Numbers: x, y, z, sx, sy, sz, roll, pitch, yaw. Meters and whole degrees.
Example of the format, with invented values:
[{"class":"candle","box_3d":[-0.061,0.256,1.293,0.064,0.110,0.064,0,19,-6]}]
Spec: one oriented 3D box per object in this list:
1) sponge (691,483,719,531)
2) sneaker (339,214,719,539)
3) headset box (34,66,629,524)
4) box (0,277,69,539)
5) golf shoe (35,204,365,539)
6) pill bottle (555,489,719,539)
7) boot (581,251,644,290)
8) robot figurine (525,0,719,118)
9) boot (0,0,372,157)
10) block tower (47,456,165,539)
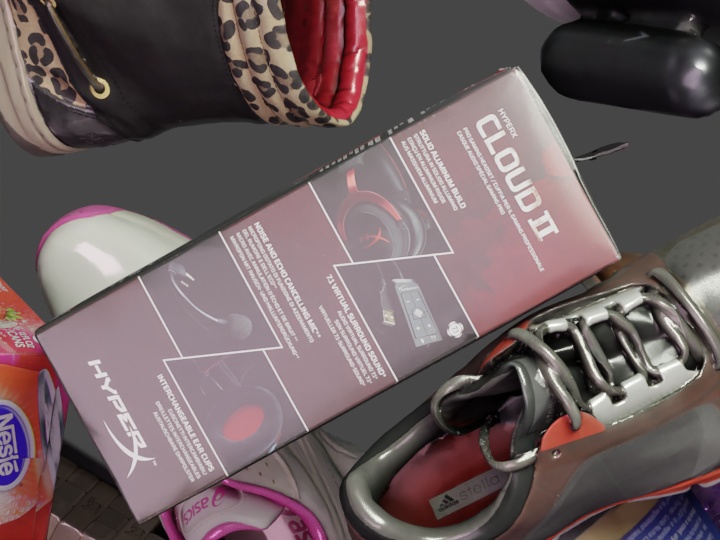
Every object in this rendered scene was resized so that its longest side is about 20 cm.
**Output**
[{"class":"sponge","box_3d":[0.197,0.074,1.040,0.199,0.030,0.112,5,103,12]},{"class":"sneaker","box_3d":[0.079,0.041,0.907,0.200,0.082,0.077,-37,69,4]},{"class":"headset box","box_3d":[0.000,0.000,0.954,0.200,0.149,0.075,-29,92,1]},{"class":"box","box_3d":[-0.187,0.040,1.027,0.099,0.200,0.096,2,107,-27]},{"class":"golf shoe","box_3d":[-0.057,0.061,1.065,0.075,0.092,0.200,-40,90,21]},{"class":"pill bottle","box_3d":[0.108,0.161,1.010,0.112,0.112,0.200,-32,97,18]},{"class":"boot","box_3d":[0.197,-0.028,0.959,0.186,0.064,0.200,31,95,15]},{"class":"robot figurine","box_3d":[0.123,-0.134,0.908,0.200,0.150,0.125,11,124,49]},{"class":"boot","box_3d":[-0.078,-0.137,1.011,0.150,0.073,0.201,3,108,35]},{"class":"block tower","box_3d":[-0.087,0.132,1.108,0.200,0.054,0.058,29,107,5]}]
